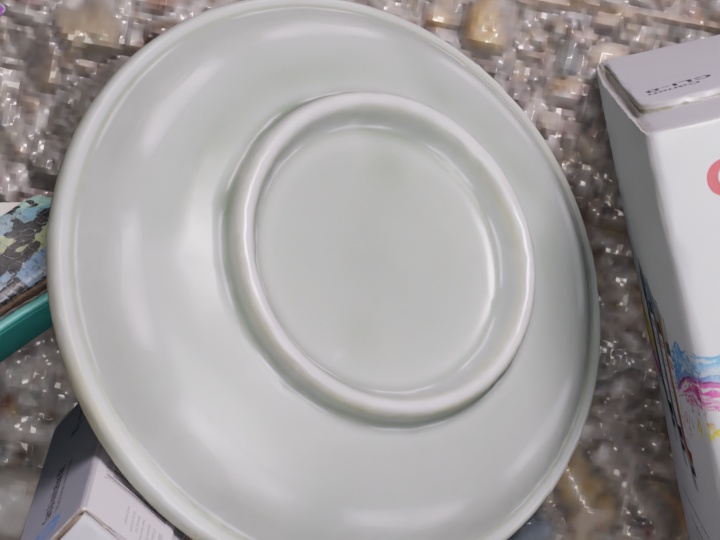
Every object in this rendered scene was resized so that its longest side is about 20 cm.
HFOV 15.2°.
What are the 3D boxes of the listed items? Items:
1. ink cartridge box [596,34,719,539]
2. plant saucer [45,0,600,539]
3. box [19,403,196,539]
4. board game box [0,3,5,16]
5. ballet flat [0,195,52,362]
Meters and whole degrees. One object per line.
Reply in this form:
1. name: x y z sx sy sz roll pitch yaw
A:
1. ink cartridge box: 0.171 0.019 0.885 0.144 0.145 0.202 -12 104 1
2. plant saucer: 0.000 0.000 0.868 0.199 0.050 0.202 8 71 -25
3. box: -0.024 0.129 0.893 0.200 0.156 0.041 42 101 -11
4. board game box: -0.221 -0.121 0.818 0.105 0.103 0.200 -47 118 -7
5. ballet flat: -0.158 0.021 0.911 0.200 0.074 0.074 -39 101 2
